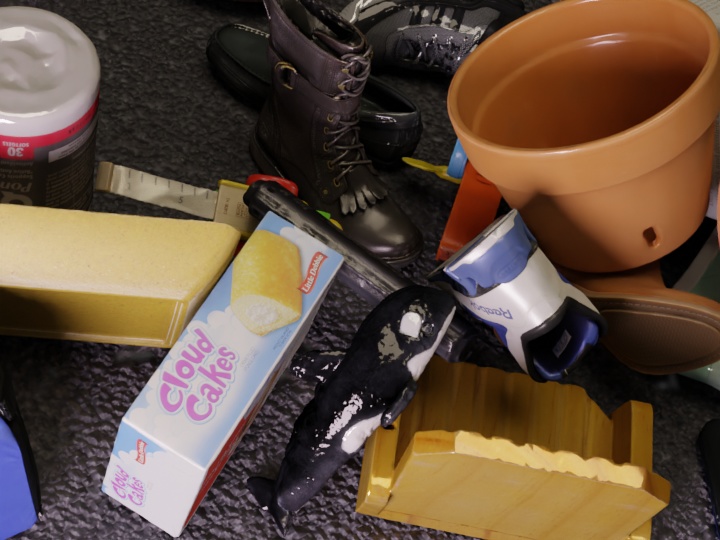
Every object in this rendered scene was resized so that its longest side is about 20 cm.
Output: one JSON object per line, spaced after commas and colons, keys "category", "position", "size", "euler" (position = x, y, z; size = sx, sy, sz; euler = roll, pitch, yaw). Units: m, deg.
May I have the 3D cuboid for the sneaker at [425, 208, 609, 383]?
{"category": "sneaker", "position": [0.113, 0.025, 1.176], "size": [0.080, 0.199, 0.115], "euler": [-38, 90, 1]}

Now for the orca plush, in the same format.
{"category": "orca plush", "position": [-0.022, 0.080, 1.121], "size": [0.071, 0.200, 0.105], "euler": [35, 26, -15]}

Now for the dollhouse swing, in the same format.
{"category": "dollhouse swing", "position": [0.113, 0.104, 1.138], "size": [0.199, 0.176, 0.182], "euler": [12, 52, -3]}

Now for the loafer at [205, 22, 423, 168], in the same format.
{"category": "loafer", "position": [-0.036, -0.158, 1.367], "size": [0.200, 0.071, 0.068], "euler": [29, 52, 9]}

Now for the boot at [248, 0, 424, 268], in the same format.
{"category": "boot", "position": [-0.017, -0.111, 1.269], "size": [0.200, 0.174, 0.069], "euler": [42, 55, 19]}

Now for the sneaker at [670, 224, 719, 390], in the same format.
{"category": "sneaker", "position": [0.318, 0.022, 1.309], "size": [0.118, 0.074, 0.201], "euler": [31, 61, 17]}

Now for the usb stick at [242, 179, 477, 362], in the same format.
{"category": "usb stick", "position": [0.000, 0.000, 1.190], "size": [0.200, 0.055, 0.033], "euler": [37, 98, 12]}

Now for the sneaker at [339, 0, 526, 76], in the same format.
{"category": "sneaker", "position": [0.073, -0.189, 1.412], "size": [0.199, 0.076, 0.114], "euler": [-14, 55, -25]}

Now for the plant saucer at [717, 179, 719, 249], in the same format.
{"category": "plant saucer", "position": [0.334, -0.042, 1.243], "size": [0.200, 0.032, 0.202], "euler": [0, 90, -38]}

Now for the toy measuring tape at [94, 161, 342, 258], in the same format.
{"category": "toy measuring tape", "position": [-0.109, -0.046, 1.256], "size": [0.199, 0.074, 0.074], "euler": [13, 51, -18]}

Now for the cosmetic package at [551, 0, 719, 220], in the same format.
{"category": "cosmetic package", "position": [0.282, -0.163, 1.337], "size": [0.166, 0.168, 0.200], "euler": [-26, 35, -30]}

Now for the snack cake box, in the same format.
{"category": "snack cake box", "position": [-0.095, 0.071, 1.142], "size": [0.067, 0.115, 0.200], "euler": [31, 55, 1]}

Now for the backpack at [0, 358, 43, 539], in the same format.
{"category": "backpack", "position": [-0.314, 0.077, 1.068], "size": [0.167, 0.163, 0.201], "euler": [-18, 60, -21]}

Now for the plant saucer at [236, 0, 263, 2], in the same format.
{"category": "plant saucer", "position": [-0.106, -0.309, 1.491], "size": [0.199, 0.032, 0.201], "euler": [6, 53, -8]}

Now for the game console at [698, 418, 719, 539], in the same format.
{"category": "game console", "position": [0.367, 0.161, 1.189], "size": [0.199, 0.119, 0.171], "euler": [4, 53, -11]}

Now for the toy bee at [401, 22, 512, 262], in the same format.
{"category": "toy bee", "position": [0.114, -0.085, 1.342], "size": [0.131, 0.109, 0.200], "euler": [39, 80, 8]}

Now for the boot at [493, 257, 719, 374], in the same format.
{"category": "boot", "position": [0.213, 0.003, 1.263], "size": [0.199, 0.077, 0.155], "euler": [-4, 37, 39]}

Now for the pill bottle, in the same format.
{"category": "pill bottle", "position": [-0.245, -0.082, 1.179], "size": [0.110, 0.200, 0.111], "euler": [6, 52, -8]}

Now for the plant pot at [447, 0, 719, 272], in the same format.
{"category": "plant pot", "position": [0.177, -0.094, 1.216], "size": [0.199, 0.140, 0.201], "euler": [-14, 36, 11]}

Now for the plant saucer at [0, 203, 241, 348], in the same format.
{"category": "plant saucer", "position": [-0.191, 0.011, 1.139], "size": [0.199, 0.200, 0.049], "euler": [5, 73, -9]}
